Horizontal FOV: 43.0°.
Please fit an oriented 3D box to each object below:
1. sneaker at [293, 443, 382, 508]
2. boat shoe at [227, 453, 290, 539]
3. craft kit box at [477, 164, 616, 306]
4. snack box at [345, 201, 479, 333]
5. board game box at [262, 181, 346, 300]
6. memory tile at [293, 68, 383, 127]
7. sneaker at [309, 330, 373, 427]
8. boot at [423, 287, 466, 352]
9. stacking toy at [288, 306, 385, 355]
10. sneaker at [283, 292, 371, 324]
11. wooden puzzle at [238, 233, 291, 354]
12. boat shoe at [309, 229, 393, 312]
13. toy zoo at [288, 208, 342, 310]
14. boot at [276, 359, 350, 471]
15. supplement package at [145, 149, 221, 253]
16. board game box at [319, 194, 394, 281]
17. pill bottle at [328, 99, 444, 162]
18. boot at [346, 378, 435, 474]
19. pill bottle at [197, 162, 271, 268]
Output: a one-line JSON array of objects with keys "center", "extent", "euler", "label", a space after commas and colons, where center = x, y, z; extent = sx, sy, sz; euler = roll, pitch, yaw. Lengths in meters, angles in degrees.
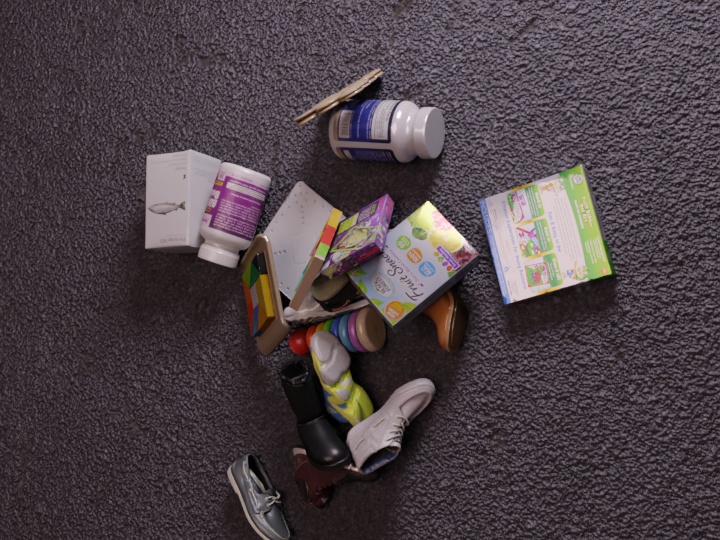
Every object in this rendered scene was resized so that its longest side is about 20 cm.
[{"center": [-0.046, 0.402, 1.738], "extent": [0.199, 0.076, 0.116], "euler": [9, 94, 38], "label": "sneaker"}, {"center": [-0.192, 0.451, 1.802], "extent": [0.062, 0.073, 0.200], "euler": [-47, 61, 20], "label": "boat shoe"}, {"center": [0.324, -0.059, 1.602], "extent": [0.197, 0.048, 0.201], "euler": [-18, 77, 27], "label": "craft kit box"}, {"center": [0.093, -0.008, 1.626], "extent": [0.200, 0.053, 0.142], "euler": [-39, 68, -7], "label": "snack box"}, {"center": [-0.105, -0.044, 1.833], "extent": [0.200, 0.026, 0.200], "euler": [41, 103, 25], "label": "board game box"}, {"center": [-0.041, -0.331, 1.742], "extent": [0.153, 0.200, 0.017], "euler": [-26, 103, 24], "label": "memory tile"}, {"center": [-0.057, 0.212, 1.728], "extent": [0.105, 0.076, 0.201], "euler": [-21, 97, 52], "label": "sneaker"}, {"center": [0.113, 0.058, 1.685], "extent": [0.154, 0.074, 0.201], "euler": [-7, 70, 26], "label": "boot"}, {"center": [-0.053, 0.129, 1.764], "extent": [0.199, 0.085, 0.086], "euler": [-14, 78, 32], "label": "stacking toy"}, {"center": [-0.058, 0.050, 1.761], "extent": [0.199, 0.076, 0.081], "euler": [-16, 84, 5], "label": "sneaker"}, {"center": [-0.196, 0.051, 1.801], "extent": [0.185, 0.037, 0.201], "euler": [133, 124, -61], "label": "wooden puzzle"}, {"center": [-0.001, -0.002, 1.701], "extent": [0.201, 0.063, 0.074], "euler": [-38, 52, -6], "label": "boat shoe"}, {"center": [-0.080, -0.031, 1.713], "extent": [0.020, 0.200, 0.131], "euler": [26, 126, -6], "label": "toy zoo"}, {"center": [-0.091, 0.264, 1.697], "extent": [0.198, 0.073, 0.163], "euler": [-144, 37, -64], "label": "boot"}, {"center": [-0.373, -0.141, 1.931], "extent": [0.116, 0.117, 0.201], "euler": [-4, 84, 25], "label": "supplement package"}, {"center": [-0.003, -0.063, 1.670], "extent": [0.120, 0.200, 0.032], "euler": [-33, 109, 25], "label": "board game box"}, {"center": [0.050, -0.262, 1.724], "extent": [0.199, 0.116, 0.116], "euler": [8, 88, 28], "label": "pill bottle"}, {"center": [0.065, 0.288, 1.656], "extent": [0.200, 0.074, 0.096], "euler": [-42, 34, 11], "label": "boot"}, {"center": [-0.263, -0.110, 1.868], "extent": [0.112, 0.112, 0.201], "euler": [17, 89, 28], "label": "pill bottle"}]
